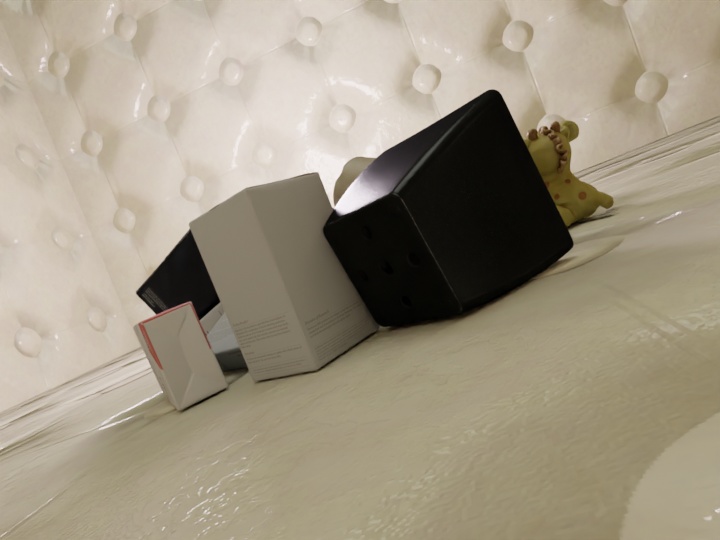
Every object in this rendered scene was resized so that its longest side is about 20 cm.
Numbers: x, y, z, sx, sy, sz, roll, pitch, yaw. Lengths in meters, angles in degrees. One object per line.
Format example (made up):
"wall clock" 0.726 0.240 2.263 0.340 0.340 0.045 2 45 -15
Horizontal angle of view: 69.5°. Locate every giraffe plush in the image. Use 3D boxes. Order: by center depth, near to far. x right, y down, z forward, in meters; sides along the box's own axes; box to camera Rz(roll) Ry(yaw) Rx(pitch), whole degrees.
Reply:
"giraffe plush" 0.295 -0.145 0.840 0.172 0.163 0.199 -24 4 -39

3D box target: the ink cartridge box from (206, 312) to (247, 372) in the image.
"ink cartridge box" -0.152 0.067 0.789 0.199 0.044 0.174 -19 32 43

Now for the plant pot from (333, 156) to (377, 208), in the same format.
"plant pot" 0.054 -0.143 1.026 0.183 0.202 0.200 24 33 35

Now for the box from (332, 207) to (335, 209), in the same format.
"box" -0.102 -0.048 0.851 0.199 0.080 0.141 6 -18 -42

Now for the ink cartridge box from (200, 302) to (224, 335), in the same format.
"ink cartridge box" -0.202 0.063 0.978 0.200 0.084 0.146 -42 5 -7

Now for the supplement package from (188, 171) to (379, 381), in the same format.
"supplement package" -0.087 0.007 0.605 0.121 0.201 0.119 -18 5 41

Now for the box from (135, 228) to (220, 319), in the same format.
"box" -0.283 -0.008 1.000 0.198 0.123 0.200 -42 5 26

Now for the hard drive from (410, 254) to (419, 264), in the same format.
"hard drive" 0.021 -0.018 0.743 0.139 0.033 0.200 10 43 30

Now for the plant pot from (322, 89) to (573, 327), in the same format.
"plant pot" 0.080 -0.048 0.585 0.177 0.201 0.199 -38 13 -37

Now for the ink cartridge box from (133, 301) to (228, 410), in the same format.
"ink cartridge box" -0.250 0.113 0.704 0.067 0.117 0.200 -24 5 -27
